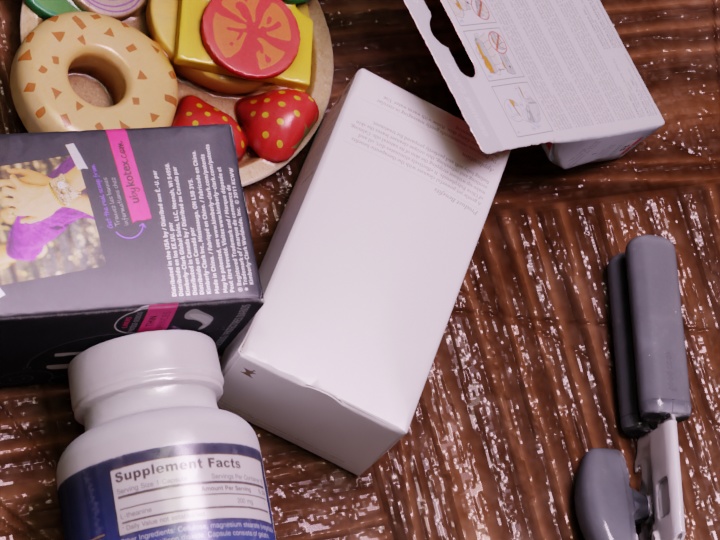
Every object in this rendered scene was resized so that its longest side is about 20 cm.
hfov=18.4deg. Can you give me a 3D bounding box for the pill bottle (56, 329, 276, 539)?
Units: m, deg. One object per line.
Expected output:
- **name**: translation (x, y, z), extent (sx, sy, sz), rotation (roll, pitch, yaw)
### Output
- **pill bottle**: translation (-0.100, 0.139, 1.169), extent (0.110, 0.111, 0.202), rotation (-4, 70, -21)

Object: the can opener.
- **can opener**: translation (0.159, 0.076, 1.320), extent (0.066, 0.053, 0.202), rotation (5, 66, -18)

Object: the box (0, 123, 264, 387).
- **box**: translation (-0.167, -0.005, 1.198), extent (0.198, 0.122, 0.107), rotation (-4, 70, -20)

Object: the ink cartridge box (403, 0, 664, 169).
- **ink cartridge box**: translation (0.084, -0.136, 1.342), extent (0.199, 0.050, 0.163), rotation (-13, 72, -48)

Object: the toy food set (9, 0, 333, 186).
- **toy food set**: translation (-0.108, -0.140, 1.317), extent (0.198, 0.049, 0.200), rotation (9, 66, -16)

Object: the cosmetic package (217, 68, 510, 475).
- **cosmetic package**: translation (0.000, 0.000, 1.277), extent (0.107, 0.085, 0.201), rotation (27, 63, -8)
